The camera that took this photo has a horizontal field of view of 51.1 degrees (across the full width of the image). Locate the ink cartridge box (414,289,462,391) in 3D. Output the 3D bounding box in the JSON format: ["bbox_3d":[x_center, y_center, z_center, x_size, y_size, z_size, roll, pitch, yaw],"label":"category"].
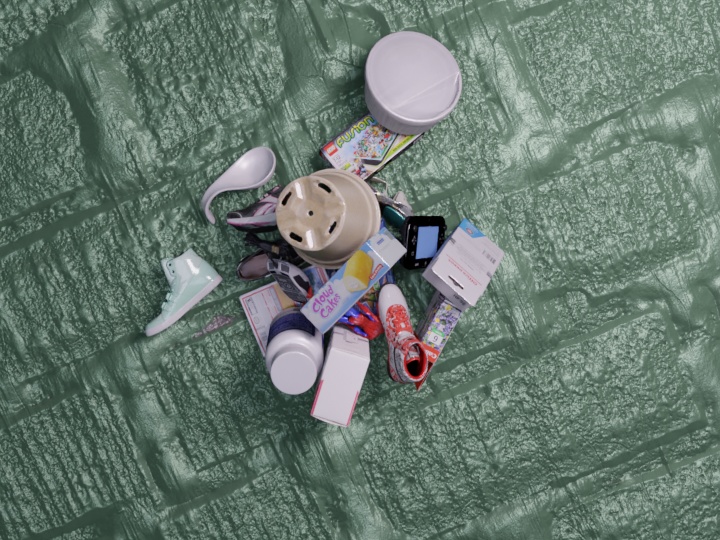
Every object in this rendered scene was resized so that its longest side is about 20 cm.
[{"bbox_3d":[0.143,0.141,1.570,0.050,0.109,0.202,28,95,-6],"label":"ink cartridge box"}]

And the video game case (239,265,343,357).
[{"bbox_3d":[-0.146,0.084,1.628,0.198,0.017,0.144,-23,93,5],"label":"video game case"}]

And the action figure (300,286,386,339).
[{"bbox_3d":[-0.022,0.091,1.549,0.198,0.052,0.066,23,118,-6],"label":"action figure"}]

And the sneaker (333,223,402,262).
[{"bbox_3d":[0.020,-0.044,1.591,0.198,0.066,0.079,18,108,1],"label":"sneaker"}]

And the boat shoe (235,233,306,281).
[{"bbox_3d":[-0.171,-0.030,1.597,0.198,0.068,0.073,-24,91,3],"label":"boat shoe"}]

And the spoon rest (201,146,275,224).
[{"bbox_3d":[-0.260,-0.184,1.584,0.200,0.061,0.100,-41,54,7],"label":"spoon rest"}]

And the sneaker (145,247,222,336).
[{"bbox_3d":[-0.406,0.042,1.608,0.200,0.074,0.118,-42,98,-5],"label":"sneaker"}]

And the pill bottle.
[{"bbox_3d":[-0.132,0.164,1.522,0.118,0.200,0.121,-1,108,-3],"label":"pill bottle"}]

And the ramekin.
[{"bbox_3d":[0.097,-0.367,1.513,0.200,0.094,0.205,4,71,-10],"label":"ramekin"}]

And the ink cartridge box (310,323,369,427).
[{"bbox_3d":[-0.039,0.208,1.534,0.082,0.200,0.148,17,99,-3],"label":"ink cartridge box"}]

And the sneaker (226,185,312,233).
[{"bbox_3d":[-0.185,-0.134,1.595,0.197,0.080,0.087,-7,77,0],"label":"sneaker"}]

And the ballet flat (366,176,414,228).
[{"bbox_3d":[0.054,-0.148,1.578,0.199,0.072,0.073,30,95,-1],"label":"ballet flat"}]

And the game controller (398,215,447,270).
[{"bbox_3d":[0.128,-0.058,1.520,0.042,0.199,0.106,-1,93,27],"label":"game controller"}]

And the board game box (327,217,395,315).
[{"bbox_3d":[0.000,0.000,1.556,0.134,0.035,0.202,-7,108,11],"label":"board game box"}]

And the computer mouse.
[{"bbox_3d":[-0.154,-0.004,1.546,0.109,0.201,0.044,11,58,33],"label":"computer mouse"}]

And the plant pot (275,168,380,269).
[{"bbox_3d":[-0.073,-0.102,1.428,0.198,0.183,0.203,0,91,11],"label":"plant pot"}]

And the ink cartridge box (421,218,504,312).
[{"bbox_3d":[0.202,-0.003,1.515,0.116,0.200,0.067,41,133,-1],"label":"ink cartridge box"}]

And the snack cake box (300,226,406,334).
[{"bbox_3d":[-0.012,0.019,1.421,0.067,0.115,0.200,45,115,1],"label":"snack cake box"}]

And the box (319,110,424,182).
[{"bbox_3d":[0.024,-0.263,1.550,0.199,0.035,0.110,-40,83,-11],"label":"box"}]

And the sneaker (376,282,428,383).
[{"bbox_3d":[0.086,0.122,1.487,0.066,0.108,0.204,-5,87,-21],"label":"sneaker"}]
